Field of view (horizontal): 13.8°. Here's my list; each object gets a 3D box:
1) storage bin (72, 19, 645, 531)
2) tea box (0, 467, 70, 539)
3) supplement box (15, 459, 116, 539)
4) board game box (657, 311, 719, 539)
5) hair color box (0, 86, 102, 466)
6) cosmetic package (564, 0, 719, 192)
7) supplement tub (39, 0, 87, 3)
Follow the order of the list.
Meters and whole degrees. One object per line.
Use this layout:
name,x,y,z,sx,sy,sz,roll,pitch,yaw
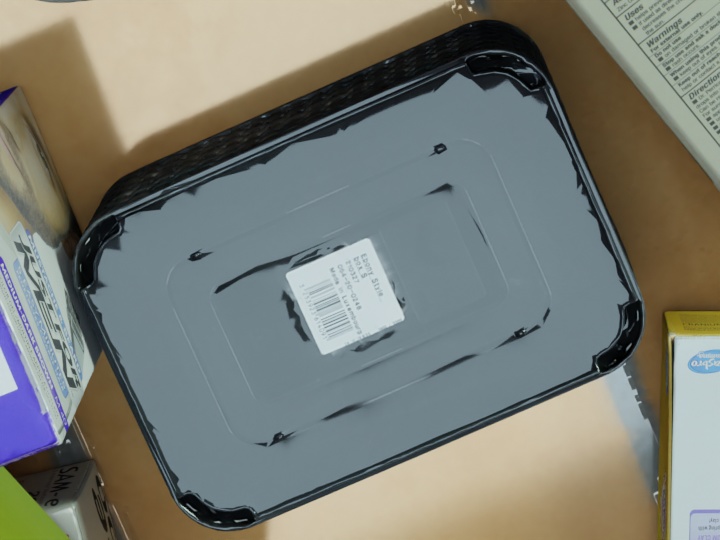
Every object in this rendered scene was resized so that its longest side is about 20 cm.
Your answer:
storage bin,0.000,0.000,1.181,0.199,0.094,0.136,-24,101,5
tea box,-0.184,0.186,1.127,0.200,0.134,0.197,-41,97,8
supplement box,-0.191,0.167,1.229,0.199,0.074,0.127,-13,101,4
board game box,0.198,0.119,1.229,0.152,0.040,0.201,1,102,1
hair color box,-0.148,0.002,1.128,0.065,0.200,0.110,-21,101,3
cosmetic package,0.137,-0.107,1.116,0.105,0.071,0.200,-38,133,6
supplement tub,-0.052,-0.187,1.085,0.199,0.144,0.145,-13,103,30
